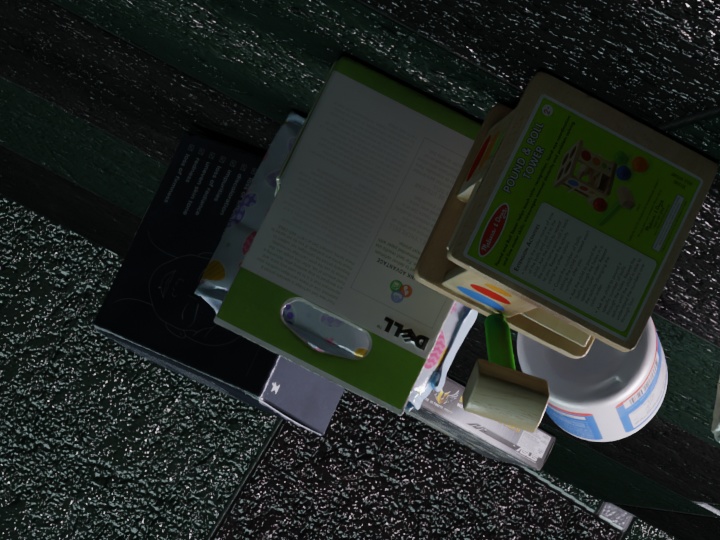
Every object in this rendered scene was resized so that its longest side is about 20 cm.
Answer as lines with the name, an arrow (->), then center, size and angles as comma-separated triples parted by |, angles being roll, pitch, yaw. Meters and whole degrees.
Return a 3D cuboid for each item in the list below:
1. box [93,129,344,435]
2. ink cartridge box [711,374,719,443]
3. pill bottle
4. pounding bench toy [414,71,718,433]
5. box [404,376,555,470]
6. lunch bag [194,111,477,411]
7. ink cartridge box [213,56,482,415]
box -> -0.093, 0.009, 2.212 | 0.196, 0.201, 0.124 | 21, 172, 34
ink cartridge box -> 0.326, 0.084, 1.555 | 0.199, 0.083, 0.147 | 26, -150, -2
pill bottle -> 0.193, 0.079, 2.065 | 0.112, 0.113, 0.200 | 24, 171, 15
pounding bench toy -> 0.105, 0.004, 1.554 | 0.124, 0.201, 0.156 | 27, 171, -6
box -> 0.122, 0.178, 3.140 | 0.200, 0.048, 0.158 | 30, 172, -21
lunch bag -> 0.000, 0.000, 1.966 | 0.199, 0.170, 0.127 | 23, 170, 16
ink cartridge box -> 0.005, -0.021, 1.710 | 0.147, 0.201, 0.076 | 27, 172, -1
